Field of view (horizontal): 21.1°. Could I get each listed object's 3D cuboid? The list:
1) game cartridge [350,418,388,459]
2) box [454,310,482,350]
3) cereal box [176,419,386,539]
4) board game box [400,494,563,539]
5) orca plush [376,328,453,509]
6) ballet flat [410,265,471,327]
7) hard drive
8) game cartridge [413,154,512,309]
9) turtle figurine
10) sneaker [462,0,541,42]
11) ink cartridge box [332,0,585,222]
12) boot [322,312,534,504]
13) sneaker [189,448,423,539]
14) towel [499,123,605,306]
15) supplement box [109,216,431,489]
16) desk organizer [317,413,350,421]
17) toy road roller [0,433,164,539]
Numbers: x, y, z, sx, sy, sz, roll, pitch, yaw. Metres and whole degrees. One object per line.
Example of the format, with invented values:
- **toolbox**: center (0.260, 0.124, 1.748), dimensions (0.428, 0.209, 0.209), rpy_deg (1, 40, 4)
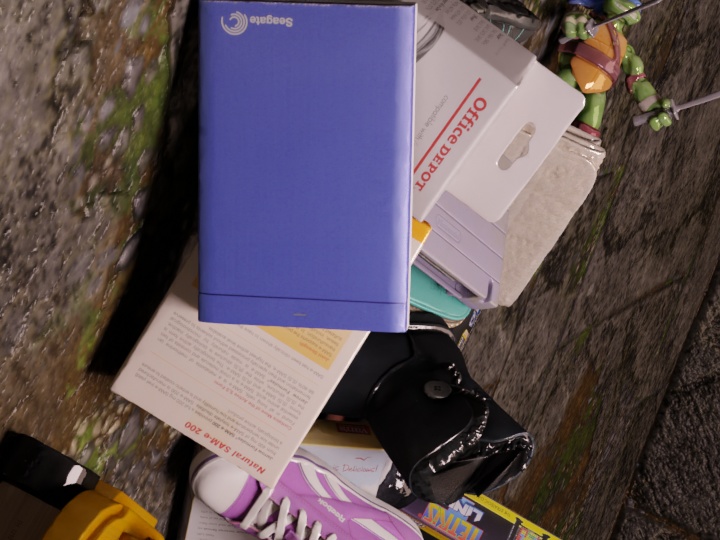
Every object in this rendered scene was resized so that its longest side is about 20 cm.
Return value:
- **game cartridge**: center (0.013, 0.114, 1.634), dimensions (0.133, 0.041, 0.200), rpy_deg (-49, -169, 23)
- **box**: center (0.089, -0.007, 1.827), dimensions (0.200, 0.047, 0.193), rpy_deg (-63, 163, -12)
- **cereal box**: center (-0.069, 0.202, 1.506), dimensions (0.040, 0.143, 0.201), rpy_deg (-106, -154, -57)
- **board game box**: center (0.066, 0.234, 1.749), dimensions (0.057, 0.200, 0.165), rpy_deg (-60, -179, -23)
- **orca plush**: center (0.064, 0.132, 1.635), dimensions (0.105, 0.071, 0.200), rpy_deg (-51, -170, 34)
- **ballet flat**: center (0.000, 0.000, 1.507), dimensions (0.200, 0.065, 0.071), rpy_deg (28, 70, -35)
- **hard drive**: center (-0.034, -0.065, 1.185), dimensions (0.025, 0.131, 0.201), rpy_deg (-59, 150, -76)
- **game cartridge**: center (0.058, -0.063, 1.466), dimensions (0.200, 0.038, 0.130), rpy_deg (36, 53, -54)
- **turtle figurine**: center (0.233, -0.175, 1.843), dimensions (0.194, 0.200, 0.144), rpy_deg (-57, 147, 1)
- **sneaker**: center (0.078, -0.194, 1.551), dimensions (0.079, 0.075, 0.200), rpy_deg (-58, 159, 20)
- **ink cartridge box**: center (0.029, -0.117, 1.222), dimensions (0.116, 0.200, 0.067), rpy_deg (-55, 179, 26)
- **boot**: center (0.013, 0.101, 1.430), dimensions (0.199, 0.168, 0.077), rpy_deg (-2, 123, -24)
- **sneaker**: center (-0.033, 0.198, 1.416), dimensions (0.073, 0.200, 0.114), rpy_deg (-58, -162, 25)
- **towel**: center (0.110, -0.061, 1.623), dimensions (0.200, 0.132, 0.035), rpy_deg (-58, -170, 41)
- **supplement box**: center (-0.057, 0.023, 1.262), dimensions (0.200, 0.126, 0.074), rpy_deg (-57, -178, 4)
- **desk organizer**: center (-0.019, 0.070, 1.582), dimensions (0.200, 0.072, 0.077), rpy_deg (-54, 161, -33)
- **toy road roller**: center (-0.164, 0.201, 1.212), dimensions (0.123, 0.146, 0.200), rpy_deg (-61, 161, -13)
